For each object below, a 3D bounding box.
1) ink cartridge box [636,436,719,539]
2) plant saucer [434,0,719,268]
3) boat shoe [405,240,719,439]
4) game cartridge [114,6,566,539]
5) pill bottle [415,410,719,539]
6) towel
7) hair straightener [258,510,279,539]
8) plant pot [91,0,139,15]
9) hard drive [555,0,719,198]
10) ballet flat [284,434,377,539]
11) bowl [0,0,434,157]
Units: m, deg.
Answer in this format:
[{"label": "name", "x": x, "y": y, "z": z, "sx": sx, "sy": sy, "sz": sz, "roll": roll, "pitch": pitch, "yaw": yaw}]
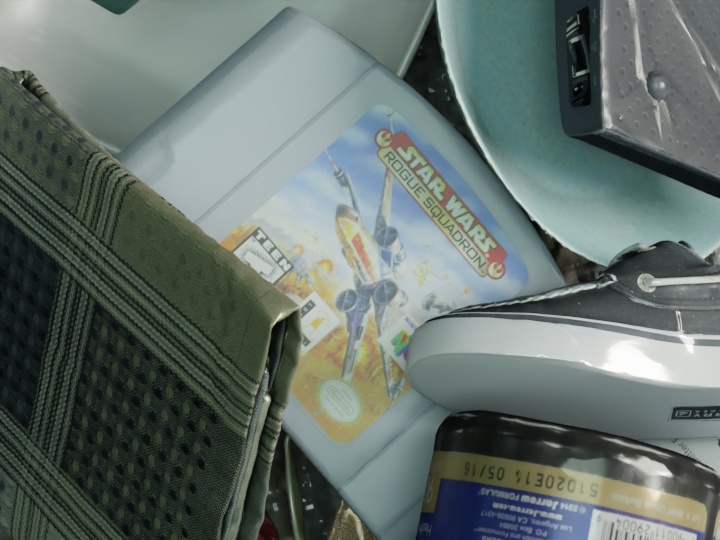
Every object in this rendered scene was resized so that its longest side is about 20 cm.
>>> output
[{"label": "ink cartridge box", "x": 0.122, "y": 0.158, "z": 0.809, "sx": 0.200, "sy": 0.047, "sz": 0.198, "roll": -44, "pitch": 69, "yaw": 6}, {"label": "plant saucer", "x": 0.094, "y": -0.094, "z": 0.843, "sx": 0.200, "sy": 0.039, "sz": 0.203, "roll": 12, "pitch": 72, "yaw": -39}, {"label": "boat shoe", "x": 0.117, "y": 0.022, "z": 0.780, "sx": 0.198, "sy": 0.072, "sz": 0.068, "roll": 1, "pitch": 63, "yaw": 0}, {"label": "game cartridge", "x": 0.000, "y": 0.000, "z": 0.814, "sx": 0.133, "sy": 0.042, "sz": 0.200, "roll": -41, "pitch": 95, "yaw": 1}, {"label": "pill bottle", "x": 0.064, "y": 0.161, "z": 0.744, "sx": 0.111, "sy": 0.112, "sz": 0.202, "roll": 12, "pitch": 81, "yaw": 0}, {"label": "towel", "x": -0.099, "y": 0.045, "z": 0.788, "sx": 0.200, "sy": 0.034, "sz": 0.194, "roll": 40, "pitch": 125, "yaw": 36}, {"label": "hair straightener", "x": -0.118, "y": 0.059, "z": 0.854, "sx": 0.077, "sy": 0.041, "sz": 0.200, "roll": -41, "pitch": 69, "yaw": 8}, {"label": "plant pot", "x": -0.111, "y": -0.208, "z": 0.749, "sx": 0.141, "sy": 0.141, "sz": 0.200, "roll": -43, "pitch": 100, "yaw": -19}, {"label": "hard drive", "x": 0.136, "y": -0.132, "z": 0.833, "sx": 0.134, "sy": 0.042, "sz": 0.202, "roll": 17, "pitch": 70, "yaw": -36}, {"label": "ballet flat", "x": 0.002, "y": 0.060, "z": 0.871, "sx": 0.067, "sy": 0.068, "sz": 0.202, "roll": 8, "pitch": 89, "yaw": 7}, {"label": "bowl", "x": -0.064, "y": -0.140, "z": 0.864, "sx": 0.199, "sy": 0.075, "sz": 0.201, "roll": 25, "pitch": 90, "yaw": -1}]
